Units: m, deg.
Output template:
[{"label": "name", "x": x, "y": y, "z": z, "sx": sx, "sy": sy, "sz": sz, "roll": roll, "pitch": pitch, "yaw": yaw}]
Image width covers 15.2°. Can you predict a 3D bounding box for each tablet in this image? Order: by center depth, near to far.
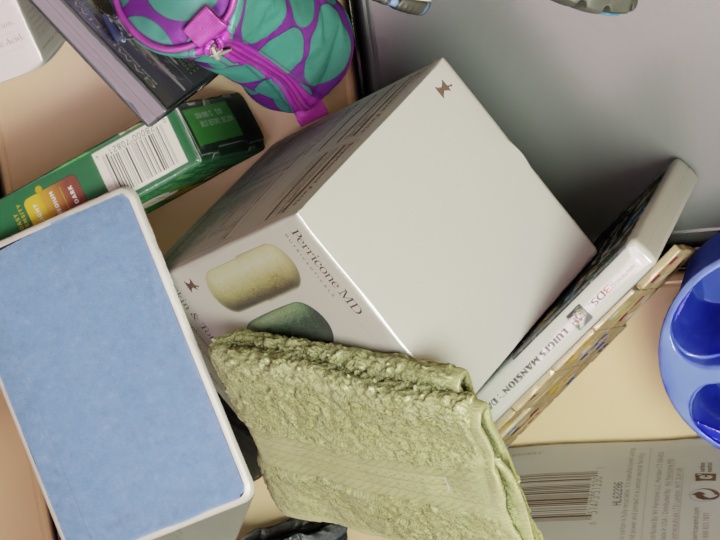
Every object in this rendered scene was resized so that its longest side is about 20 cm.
[{"label": "tablet", "x": -0.153, "y": 0.064, "z": 1.608, "sx": 0.130, "sy": 0.014, "sz": 0.201, "roll": -23, "pitch": 89, "yaw": 18}]

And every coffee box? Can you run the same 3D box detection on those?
[{"label": "coffee box", "x": -0.167, "y": -0.045, "z": 1.672, "sx": 0.199, "sy": 0.123, "sz": 0.044, "roll": -28, "pitch": 88, "yaw": 19}]

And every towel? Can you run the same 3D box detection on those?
[{"label": "towel", "x": 0.008, "y": 0.102, "z": 1.540, "sx": 0.199, "sy": 0.037, "sz": 0.149, "roll": 11, "pitch": 138, "yaw": 37}]

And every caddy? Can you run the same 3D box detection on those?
[{"label": "caddy", "x": 0.282, "y": 0.039, "z": 1.645, "sx": 0.199, "sy": 0.105, "sz": 0.142, "roll": -12, "pitch": 108, "yaw": 13}]

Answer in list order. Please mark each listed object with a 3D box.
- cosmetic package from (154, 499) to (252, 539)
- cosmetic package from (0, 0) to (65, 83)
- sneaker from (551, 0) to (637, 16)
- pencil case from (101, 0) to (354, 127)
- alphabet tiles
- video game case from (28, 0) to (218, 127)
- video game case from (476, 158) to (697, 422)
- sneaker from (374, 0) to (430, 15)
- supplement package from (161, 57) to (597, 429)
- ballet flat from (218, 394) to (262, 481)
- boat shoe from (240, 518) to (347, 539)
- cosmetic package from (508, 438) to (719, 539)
[{"label": "cosmetic package", "x": -0.138, "y": 0.198, "z": 1.720, "sx": 0.071, "sy": 0.200, "sz": 0.102, "roll": 36, "pitch": 112, "yaw": -6}, {"label": "cosmetic package", "x": -0.266, "y": -0.209, "z": 1.653, "sx": 0.101, "sy": 0.074, "sz": 0.201, "roll": -20, "pitch": 108, "yaw": 15}, {"label": "sneaker", "x": 0.081, "y": -0.200, "z": 1.574, "sx": 0.199, "sy": 0.073, "sz": 0.082, "roll": 0, "pitch": 107, "yaw": -35}, {"label": "pencil case", "x": -0.073, "y": -0.147, "z": 1.575, "sx": 0.085, "sy": 0.200, "sz": 0.093, "roll": -26, "pitch": 75, "yaw": 16}, {"label": "alphabet tiles", "x": 0.128, "y": 0.057, "z": 1.642, "sx": 0.008, "sy": 0.167, "sz": 0.200, "roll": 45, "pitch": 99, "yaw": 9}, {"label": "video game case", "x": -0.149, "y": -0.154, "z": 1.580, "sx": 0.019, "sy": 0.200, "sz": 0.143, "roll": -42, "pitch": 94, "yaw": 13}, {"label": "video game case", "x": 0.122, "y": 0.023, "z": 1.613, "sx": 0.023, "sy": 0.200, "sz": 0.182, "roll": 43, "pitch": 111, "yaw": -1}, {"label": "sneaker", "x": -0.039, "y": -0.224, "z": 1.621, "sx": 0.199, "sy": 0.076, "sz": 0.077, "roll": 24, "pitch": 95, "yaw": -4}, {"label": "supplement package", "x": 0.000, "y": 0.000, "z": 1.603, "sx": 0.152, "sy": 0.151, "sz": 0.200, "roll": 50, "pitch": 147, "yaw": -11}, {"label": "ballet flat", "x": -0.141, "y": 0.071, "z": 1.761, "sx": 0.200, "sy": 0.057, "sz": 0.067, "roll": 37, "pitch": 69, "yaw": -8}, {"label": "boat shoe", "x": -0.079, "y": 0.226, "z": 1.743, "sx": 0.071, "sy": 0.200, "sz": 0.091, "roll": 2, "pitch": 110, "yaw": 46}, {"label": "cosmetic package", "x": 0.170, "y": 0.230, "z": 1.703, "sx": 0.165, "sy": 0.167, "sz": 0.201, "roll": -3, "pitch": 111, "yaw": 9}]
